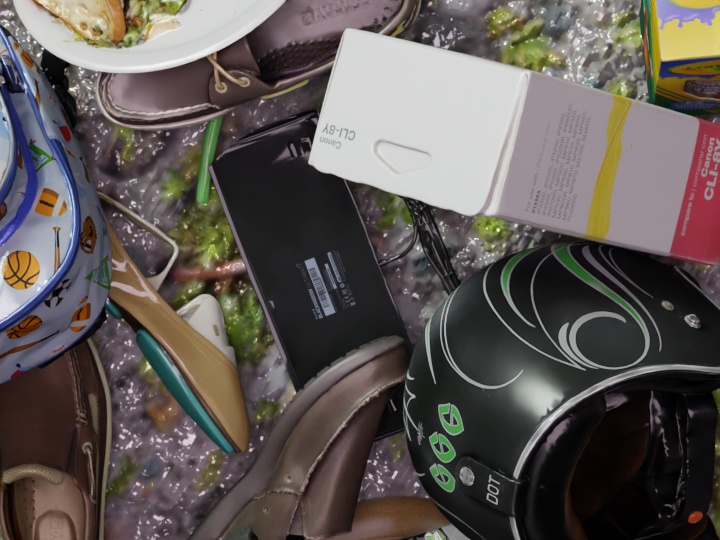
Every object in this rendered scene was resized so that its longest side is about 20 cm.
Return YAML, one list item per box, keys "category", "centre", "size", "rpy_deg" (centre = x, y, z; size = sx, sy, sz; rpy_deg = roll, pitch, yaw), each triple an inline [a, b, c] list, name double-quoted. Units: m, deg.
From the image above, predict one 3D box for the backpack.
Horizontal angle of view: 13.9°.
- category: "backpack"
  centre: [-0.233, -0.030, 1.667]
  size: [0.200, 0.154, 0.191]
  rpy_deg: [-31, 70, 5]

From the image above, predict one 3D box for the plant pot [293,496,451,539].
- category: "plant pot"
  centre: [0.024, 0.236, 1.767]
  size: [0.200, 0.027, 0.200]
  rpy_deg: [0, 93, 4]

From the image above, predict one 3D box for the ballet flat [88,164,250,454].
- category: "ballet flat"
  centre: [-0.119, 0.019, 1.748]
  size: [0.063, 0.069, 0.200]
  rpy_deg: [-42, 91, -10]

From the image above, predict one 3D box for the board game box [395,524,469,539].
- category: "board game box"
  centre: [0.074, 0.246, 1.725]
  size: [0.105, 0.023, 0.200]
  rpy_deg: [-14, 81, -4]

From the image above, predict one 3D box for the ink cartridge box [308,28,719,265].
- category: "ink cartridge box"
  centre: [0.094, -0.067, 1.643]
  size: [0.145, 0.200, 0.083]
  rpy_deg: [17, 94, 43]

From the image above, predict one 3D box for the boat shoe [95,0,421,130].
- category: "boat shoe"
  centre: [-0.061, -0.131, 1.702]
  size: [0.200, 0.060, 0.072]
  rpy_deg: [-18, 97, 3]

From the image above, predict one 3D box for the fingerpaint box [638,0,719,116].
- category: "fingerpaint box"
  centre: [0.261, -0.141, 1.665]
  size: [0.200, 0.167, 0.073]
  rpy_deg: [-5, 81, 2]

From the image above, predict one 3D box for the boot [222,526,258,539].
- category: "boot"
  centre: [-0.063, 0.233, 1.705]
  size: [0.132, 0.200, 0.070]
  rpy_deg: [44, 58, 4]

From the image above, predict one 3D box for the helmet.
- category: "helmet"
  centre: [0.122, 0.076, 1.668]
  size: [0.200, 0.191, 0.200]
  rpy_deg: [-9, 118, -17]

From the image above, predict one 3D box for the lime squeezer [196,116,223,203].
- category: "lime squeezer"
  centre: [-0.051, -0.134, 1.758]
  size: [0.200, 0.038, 0.071]
  rpy_deg: [-47, 121, 3]

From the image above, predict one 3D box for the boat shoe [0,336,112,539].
- category: "boat shoe"
  centre: [-0.183, 0.112, 1.748]
  size: [0.075, 0.075, 0.202]
  rpy_deg: [-8, 92, 3]

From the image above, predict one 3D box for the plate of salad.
- category: "plate of salad"
  centre: [-0.114, -0.201, 1.701]
  size: [0.200, 0.048, 0.200]
  rpy_deg: [-10, 55, 16]

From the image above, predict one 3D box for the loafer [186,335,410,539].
- category: "loafer"
  centre: [-0.024, 0.122, 1.729]
  size: [0.071, 0.073, 0.200]
  rpy_deg: [42, 113, 13]

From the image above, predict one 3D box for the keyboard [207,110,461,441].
- category: "keyboard"
  centre: [0.000, 0.000, 1.754]
  size: [0.127, 0.021, 0.200]
  rpy_deg: [-20, 97, 10]
